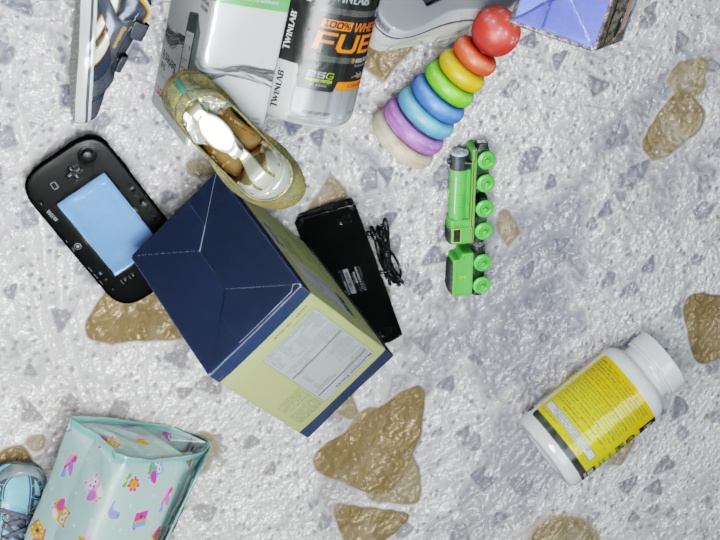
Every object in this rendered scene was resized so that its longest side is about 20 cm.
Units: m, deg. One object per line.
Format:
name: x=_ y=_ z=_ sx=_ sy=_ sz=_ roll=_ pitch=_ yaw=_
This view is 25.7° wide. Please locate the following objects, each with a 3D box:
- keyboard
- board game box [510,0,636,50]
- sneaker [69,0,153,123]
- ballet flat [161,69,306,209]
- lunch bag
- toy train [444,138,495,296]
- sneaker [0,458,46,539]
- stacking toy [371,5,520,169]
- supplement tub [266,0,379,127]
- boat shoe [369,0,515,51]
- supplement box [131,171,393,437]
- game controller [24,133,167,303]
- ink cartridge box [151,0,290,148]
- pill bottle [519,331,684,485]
keyboard: x=0.000 y=0.000 z=1.861 sx=0.103 sy=0.040 sz=0.201 roll=-14 pitch=122 yaw=10
board game box: x=0.248 y=-0.330 z=1.690 sx=0.096 sy=0.200 sz=0.161 roll=21 pitch=107 yaw=12
sneaker: x=-0.252 y=-0.244 z=1.600 sx=0.079 sy=0.078 sz=0.202 roll=2 pitch=111 yaw=-18
ballet flat: x=-0.119 y=-0.117 z=1.555 sx=0.071 sy=0.071 sz=0.200 roll=-44 pitch=124 yaw=1
lunch bag: x=-0.262 y=0.263 z=1.803 sx=0.199 sy=0.121 sz=0.172 roll=12 pitch=104 yaw=-57
toy train: x=0.128 y=-0.060 z=1.877 sx=0.056 sy=0.042 sz=0.202 roll=-5 pitch=116 yaw=-10
sneaker: x=-0.397 y=0.312 z=1.789 sx=0.079 sy=0.096 sz=0.201 roll=11 pitch=109 yaw=-28
stacking toy: x=0.103 y=-0.206 z=1.735 sx=0.085 sy=0.086 sz=0.200 roll=28 pitch=120 yaw=-31
supplement tub: x=-0.046 y=-0.261 z=1.655 sx=0.121 sy=0.123 sz=0.202 roll=4 pitch=112 yaw=-25
boat shoe: x=0.087 y=-0.285 z=1.738 sx=0.199 sy=0.070 sz=0.071 roll=-26 pitch=80 yaw=-32
supplement box: x=-0.104 y=0.039 z=1.693 sx=0.134 sy=0.200 sz=0.200 roll=-43 pitch=141 yaw=6
game controller: x=-0.271 y=-0.053 z=1.704 sx=0.104 sy=0.042 sz=0.200 roll=-38 pitch=122 yaw=-3
ink cartridge box: x=-0.141 y=-0.236 z=1.611 sx=0.083 sy=0.146 sz=0.202 roll=4 pitch=112 yaw=-24
pill bottle: x=0.312 y=0.173 z=2.022 sx=0.200 sy=0.112 sz=0.113 roll=-38 pitch=123 yaw=-2
